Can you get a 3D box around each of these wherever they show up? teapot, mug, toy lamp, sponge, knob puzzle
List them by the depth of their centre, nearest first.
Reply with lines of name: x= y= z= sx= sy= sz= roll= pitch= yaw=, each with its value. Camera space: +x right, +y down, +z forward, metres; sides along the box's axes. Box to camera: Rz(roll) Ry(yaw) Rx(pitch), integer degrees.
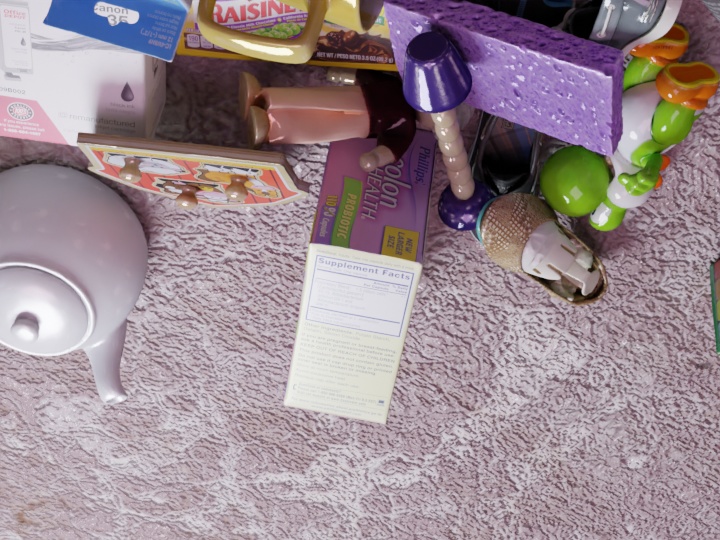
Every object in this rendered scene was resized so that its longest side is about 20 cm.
mug: x=-0.057 y=-0.263 z=1.293 sx=0.152 sy=0.187 sz=0.150 roll=14 pitch=122 yaw=8
sponge: x=0.116 y=-0.161 z=1.359 sx=0.199 sy=0.030 sz=0.112 roll=22 pitch=156 yaw=21
toy lamp: x=0.072 y=-0.114 z=1.390 sx=0.058 sy=0.058 sz=0.200 roll=-2 pitch=145 yaw=11
knob puzzle: x=-0.142 y=-0.073 z=1.492 sx=0.218 sy=0.031 sz=0.220 roll=7 pitch=170 yaw=1
teapot: x=-0.300 y=0.007 z=1.590 sx=0.199 sy=0.146 sz=0.198 roll=11 pitch=132 yaw=0

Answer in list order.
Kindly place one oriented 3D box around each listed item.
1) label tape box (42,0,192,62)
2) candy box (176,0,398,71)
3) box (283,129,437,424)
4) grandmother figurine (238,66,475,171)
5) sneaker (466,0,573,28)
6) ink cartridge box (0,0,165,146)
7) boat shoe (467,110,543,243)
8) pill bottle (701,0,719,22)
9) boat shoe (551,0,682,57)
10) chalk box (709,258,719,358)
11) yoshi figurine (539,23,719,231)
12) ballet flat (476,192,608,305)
label tape box: x=-0.180 y=-0.271 z=1.268 sx=0.143 sy=0.201 sz=0.066 roll=20 pitch=-174 yaw=34
candy box: x=-0.059 y=-0.220 z=1.427 sx=0.199 sy=0.026 sz=0.103 roll=5 pitch=129 yaw=5
box: x=0.000 y=0.000 z=1.512 sx=0.096 sy=0.176 sz=0.201 roll=11 pitch=133 yaw=-1
grandmother figurine: x=0.003 y=-0.133 z=1.437 sx=0.199 sy=0.122 sz=0.061 roll=-6 pitch=153 yaw=-16
sneaker: x=0.100 y=-0.259 z=1.341 sx=0.082 sy=0.073 sz=0.200 roll=-19 pitch=136 yaw=20
ink cartridge box: x=-0.242 y=-0.207 z=1.430 sx=0.146 sy=0.083 sz=0.201 roll=8 pitch=133 yaw=3
boat shoe: x=0.123 y=-0.090 z=1.492 sx=0.068 sy=0.057 sz=0.201 roll=7 pitch=132 yaw=3
pill bottle: x=0.305 y=-0.237 z=1.292 sx=0.113 sy=0.113 sz=0.200 roll=-31 pitch=121 yaw=31
boat shoe: x=0.184 y=-0.196 z=1.336 sx=0.061 sy=0.073 sz=0.200 roll=12 pitch=167 yaw=-14
chalk box: x=0.392 y=0.034 z=1.515 sx=0.200 sy=0.125 sz=0.124 roll=36 pitch=127 yaw=-21
yoshi figurine: x=0.213 y=-0.109 z=1.436 sx=0.112 sy=0.113 sz=0.200 roll=27 pitch=135 yaw=6
ballet flat: x=0.169 y=-0.016 z=1.495 sx=0.071 sy=0.065 sz=0.200 roll=-61 pitch=148 yaw=4
